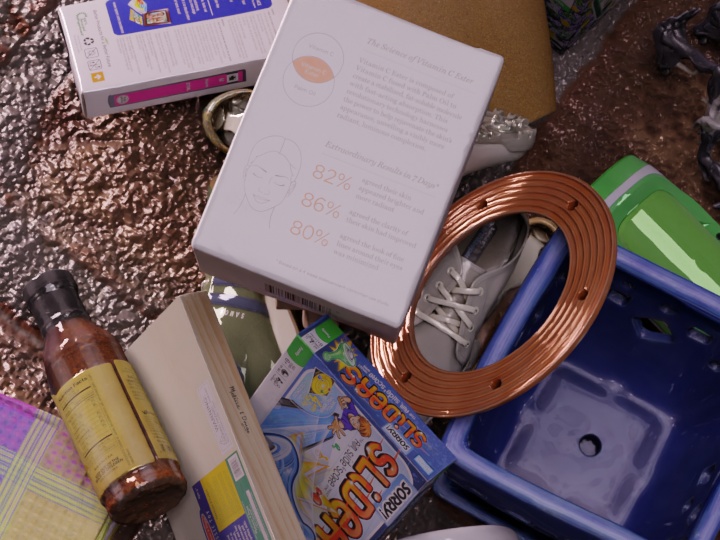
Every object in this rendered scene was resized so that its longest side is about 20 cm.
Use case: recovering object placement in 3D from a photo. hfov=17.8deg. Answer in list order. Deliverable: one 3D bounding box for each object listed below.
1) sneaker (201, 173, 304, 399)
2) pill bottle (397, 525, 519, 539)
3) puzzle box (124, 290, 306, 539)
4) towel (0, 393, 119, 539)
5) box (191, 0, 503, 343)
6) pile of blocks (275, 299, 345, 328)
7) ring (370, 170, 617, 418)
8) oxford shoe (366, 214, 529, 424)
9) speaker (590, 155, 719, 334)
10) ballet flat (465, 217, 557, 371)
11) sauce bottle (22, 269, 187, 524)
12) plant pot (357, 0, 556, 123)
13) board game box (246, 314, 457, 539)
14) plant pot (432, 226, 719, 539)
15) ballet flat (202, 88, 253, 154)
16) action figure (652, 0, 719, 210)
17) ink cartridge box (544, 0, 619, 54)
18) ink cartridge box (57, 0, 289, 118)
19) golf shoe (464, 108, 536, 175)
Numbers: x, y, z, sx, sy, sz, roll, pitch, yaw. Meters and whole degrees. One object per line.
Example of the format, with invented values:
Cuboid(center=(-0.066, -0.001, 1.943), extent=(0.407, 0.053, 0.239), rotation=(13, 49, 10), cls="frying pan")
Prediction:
Cuboid(center=(-0.099, 0.022, 1.710), extent=(0.090, 0.067, 0.200), rotation=(-24, 65, 5), cls="sneaker")
Cuboid(center=(0.075, 0.289, 1.619), extent=(0.111, 0.111, 0.200), rotation=(-7, 73, -8), cls="pill bottle")
Cuboid(center=(-0.111, 0.131, 1.642), extent=(0.025, 0.133, 0.200), rotation=(-12, 73, -35), cls="puzzle box")
Cuboid(center=(-0.270, 0.163, 1.670), extent=(0.200, 0.023, 0.144), rotation=(24, 72, 3), cls="towel")
Cuboid(center=(-0.008, -0.072, 1.570), extent=(0.152, 0.106, 0.200), rotation=(22, 82, 2), cls="box")
Cuboid(center=(0.000, 0.000, 1.715), extent=(0.082, 0.062, 0.200), rotation=(28, 36, 36), cls="pile of blocks")
Cuboid(center=(0.093, 0.018, 1.583), extent=(0.019, 0.200, 0.201), rotation=(42, 66, -37), cls="ring")
Cuboid(center=(0.063, 0.025, 1.668), extent=(0.075, 0.058, 0.200), rotation=(30, 81, -6), cls="oxford shoe")
Cuboid(center=(0.249, 0.007, 1.745), extent=(0.088, 0.088, 0.200), rotation=(-40, 80, -16), cls="speaker")
Cuboid(center=(0.082, 0.033, 1.728), extent=(0.069, 0.063, 0.200), rotation=(39, 72, 1), cls="ballet flat")
Cuboid(center=(-0.190, 0.088, 1.667), extent=(0.066, 0.066, 0.200), rotation=(-21, 61, -12), cls="sauce bottle")
Cuboid(center=(0.067, -0.194, 1.758), extent=(0.186, 0.186, 0.200), rotation=(-26, 93, -14), cls="plant pot")
Cuboid(center=(-0.027, 0.137, 1.613), extent=(0.135, 0.200, 0.034), rotation=(47, 50, 10), cls="board game box")
Cuboid(center=(0.173, 0.113, 1.651), extent=(0.200, 0.180, 0.200), rotation=(28, 70, 4), cls="plant pot")
Cuboid(center=(-0.029, -0.094, 1.734), extent=(0.200, 0.071, 0.071), rotation=(16, 70, 15), cls="ballet flat")
Cuboid(center=(0.306, -0.120, 1.785), extent=(0.119, 0.102, 0.200), rotation=(-19, 73, -24), cls="action figure")
Cuboid(center=(0.192, -0.253, 1.762), extent=(0.050, 0.200, 0.109), rotation=(44, 73, 8), cls="ink cartridge box")
Cuboid(center=(-0.128, -0.180, 1.778), extent=(0.200, 0.037, 0.095), rotation=(-13, 54, -8), cls="ink cartridge box")
Cuboid(center=(0.030, -0.071, 1.680), extent=(0.200, 0.078, 0.097), rotation=(-5, 112, -1), cls="golf shoe")
